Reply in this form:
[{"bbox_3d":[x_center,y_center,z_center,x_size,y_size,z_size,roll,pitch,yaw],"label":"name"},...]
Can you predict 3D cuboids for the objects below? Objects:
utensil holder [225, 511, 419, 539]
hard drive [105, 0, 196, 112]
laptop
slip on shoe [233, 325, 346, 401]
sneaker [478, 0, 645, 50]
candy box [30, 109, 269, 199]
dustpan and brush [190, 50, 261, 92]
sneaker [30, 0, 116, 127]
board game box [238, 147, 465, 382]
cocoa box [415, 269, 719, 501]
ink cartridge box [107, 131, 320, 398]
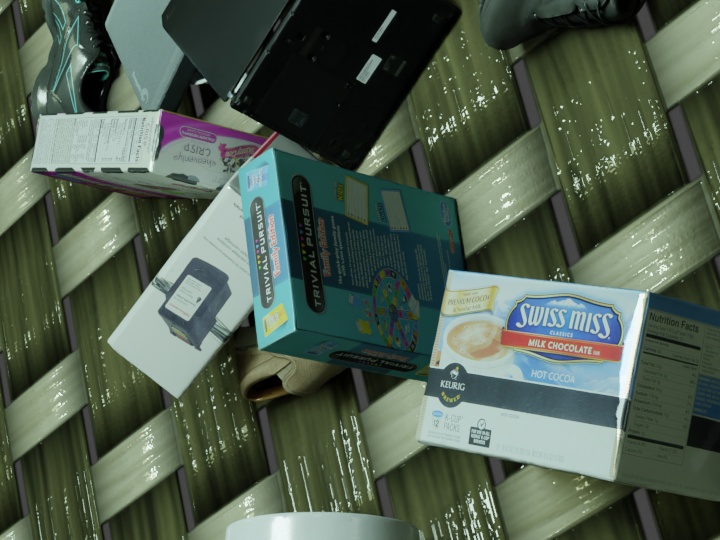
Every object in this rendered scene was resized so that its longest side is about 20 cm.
[{"bbox_3d":[-0.032,0.301,1.617,0.169,0.169,0.202,-18,65,44],"label":"utensil holder"},{"bbox_3d":[-0.175,-0.258,1.936,0.201,0.033,0.140,-60,44,39],"label":"hard drive"},{"bbox_3d":[-0.047,-0.218,1.784,0.178,0.199,0.104,-55,19,24],"label":"laptop"},{"bbox_3d":[-0.043,0.077,1.752,0.199,0.076,0.061,-6,71,50],"label":"slip on shoe"},{"bbox_3d":[0.169,-0.220,1.597,0.200,0.076,0.091,-37,61,39],"label":"sneaker"},{"bbox_3d":[-0.195,-0.107,1.924,0.199,0.136,0.062,4,84,48],"label":"candy box"},{"bbox_3d":[-0.123,-0.210,1.926,0.140,0.057,0.200,-56,45,22],"label":"dustpan and brush"},{"bbox_3d":[-0.280,-0.235,2.115,0.079,0.075,0.202,6,91,35],"label":"sneaker"},{"bbox_3d":[0.000,0.000,1.630,0.047,0.199,0.152,-28,60,41],"label":"board game box"},{"bbox_3d":[0.161,0.079,1.480,0.199,0.133,0.132,7,84,48],"label":"cocoa box"},{"bbox_3d":[-0.115,-0.006,1.795,0.084,0.145,0.200,39,118,-2],"label":"ink cartridge box"}]
